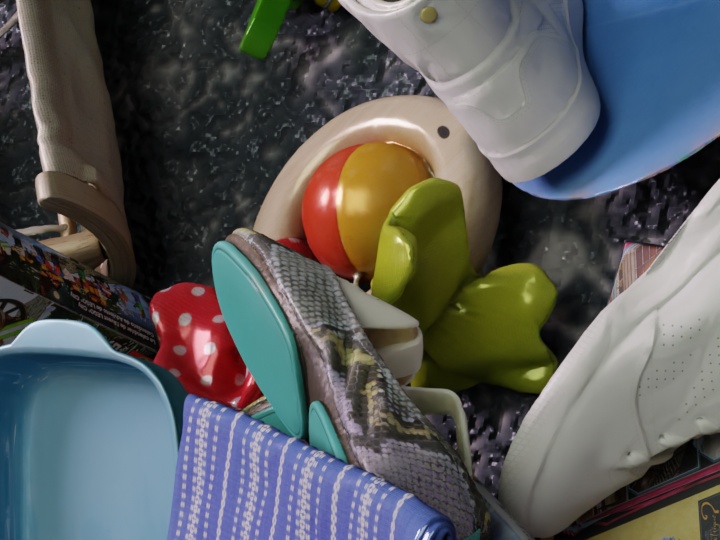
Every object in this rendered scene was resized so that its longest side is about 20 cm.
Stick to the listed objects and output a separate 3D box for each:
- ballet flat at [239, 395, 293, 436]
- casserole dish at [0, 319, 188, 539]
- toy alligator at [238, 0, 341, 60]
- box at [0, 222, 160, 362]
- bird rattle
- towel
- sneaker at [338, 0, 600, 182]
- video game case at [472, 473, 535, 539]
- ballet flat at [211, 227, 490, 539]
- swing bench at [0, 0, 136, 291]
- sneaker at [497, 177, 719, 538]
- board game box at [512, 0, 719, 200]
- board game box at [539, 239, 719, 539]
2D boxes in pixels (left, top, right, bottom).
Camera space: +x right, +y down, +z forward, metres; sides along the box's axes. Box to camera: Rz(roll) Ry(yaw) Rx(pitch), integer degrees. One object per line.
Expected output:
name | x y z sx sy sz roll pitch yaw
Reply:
ballet flat | -0.052 0.114 1.098 0.200 0.071 0.071 -49 51 25
casserole dish | -0.116 0.119 1.077 0.121 0.039 0.200 2 95 32
toy alligator | -0.016 -0.193 1.216 0.054 0.059 0.200 175 117 -78
box | -0.205 0.059 1.195 0.200 0.137 0.038 -34 54 21
bird rattle | 0.000 0.000 1.123 0.200 0.113 0.163 -12 53 46
towel | -0.031 0.135 0.920 0.200 0.024 0.145 19 101 59
sneaker | 0.037 -0.127 1.067 0.074 0.116 0.200 -39 25 11
video game case | -0.005 0.171 0.954 0.200 0.024 0.182 -50 30 3
ballet flat | 0.000 0.049 0.985 0.072 0.072 0.200 -45 40 13
swing bench | -0.203 -0.065 1.252 0.200 0.130 0.199 -22 60 21
sneaker | 0.134 0.040 0.965 0.088 0.075 0.200 41 106 13
board game box | 0.142 -0.098 1.056 0.158 0.039 0.200 -10 46 51
board game box | 0.141 0.094 0.999 0.135 0.035 0.200 10 79 38
